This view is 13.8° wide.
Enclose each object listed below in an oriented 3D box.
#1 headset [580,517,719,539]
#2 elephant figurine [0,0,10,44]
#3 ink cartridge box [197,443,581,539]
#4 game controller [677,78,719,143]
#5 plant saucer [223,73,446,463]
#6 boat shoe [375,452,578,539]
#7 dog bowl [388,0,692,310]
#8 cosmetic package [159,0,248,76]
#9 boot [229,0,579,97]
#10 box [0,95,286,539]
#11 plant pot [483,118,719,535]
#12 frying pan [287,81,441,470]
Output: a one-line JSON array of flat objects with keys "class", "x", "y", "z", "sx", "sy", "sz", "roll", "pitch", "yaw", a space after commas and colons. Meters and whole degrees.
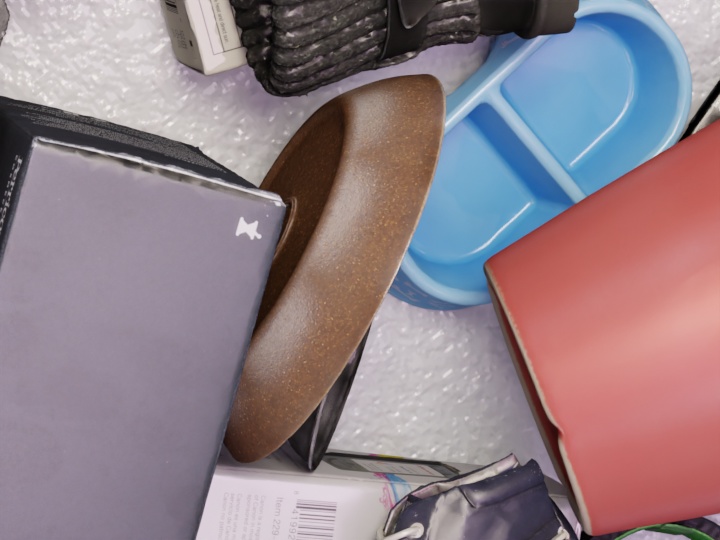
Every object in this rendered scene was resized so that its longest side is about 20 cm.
[{"class": "headset", "x": 0.151, "y": 0.222, "z": 1.527, "sx": 0.123, "sy": 0.094, "sz": 0.200, "roll": 10, "pitch": 85, "yaw": -16}, {"class": "elephant figurine", "x": -0.199, "y": -0.158, "z": 1.343, "sx": 0.200, "sy": 0.141, "sz": 0.155, "roll": -44, "pitch": 74, "yaw": 25}, {"class": "ink cartridge box", "x": -0.004, "y": 0.166, "z": 1.480, "sx": 0.200, "sy": 0.086, "sz": 0.148, "roll": 7, "pitch": 97, "yaw": -17}, {"class": "game controller", "x": 0.219, "y": -0.059, "z": 1.525, "sx": 0.104, "sy": 0.042, "sz": 0.200, "roll": 35, "pitch": 88, "yaw": -18}, {"class": "plant saucer", "x": -0.026, "y": -0.009, "z": 1.374, "sx": 0.037, "sy": 0.200, "sz": 0.201, "roll": 27, "pitch": 92, "yaw": -16}, {"class": "boat shoe", "x": 0.015, "y": 0.159, "z": 1.409, "sx": 0.200, "sy": 0.075, "sz": 0.093, "roll": -23, "pitch": 98, "yaw": -18}, {"class": "dog bowl", "x": 0.083, "y": -0.062, "z": 1.484, "sx": 0.200, "sy": 0.050, "sz": 0.111, "roll": -43, "pitch": 107, "yaw": -5}, {"class": "cosmetic package", "x": -0.001, "y": -0.171, "z": 1.430, "sx": 0.200, "sy": 0.073, "sz": 0.104, "roll": -16, "pitch": 103, "yaw": -12}, {"class": "boot", "x": 0.014, "y": -0.189, "z": 1.347, "sx": 0.158, "sy": 0.079, "sz": 0.211, "roll": -9, "pitch": 104, "yaw": -15}, {"class": "box", "x": -0.132, "y": 0.036, "z": 1.365, "sx": 0.124, "sy": 0.197, "sz": 0.200, "roll": 14, "pitch": 95, "yaw": -17}, {"class": "plant pot", "x": 0.164, "y": 0.029, "z": 1.417, "sx": 0.177, "sy": 0.200, "sz": 0.201, "roll": -21, "pitch": 104, "yaw": 0}, {"class": "frying pan", "x": -0.005, "y": 0.012, "z": 1.398, "sx": 0.031, "sy": 0.115, "sz": 0.190, "roll": 18, "pitch": 132, "yaw": 6}]
